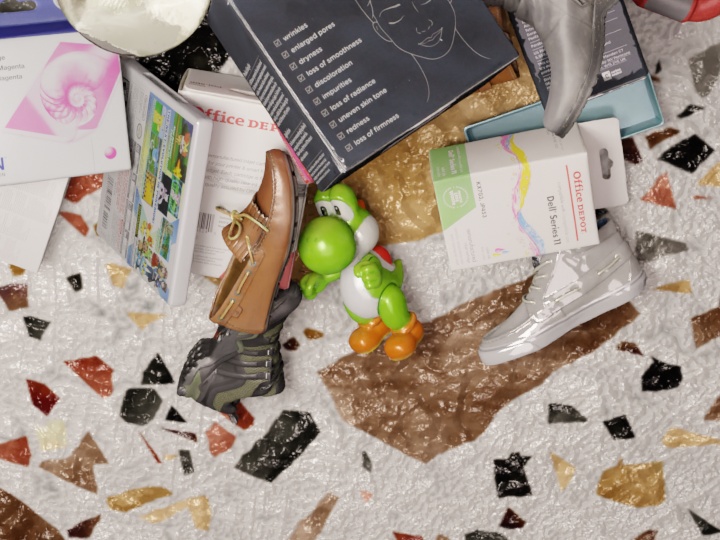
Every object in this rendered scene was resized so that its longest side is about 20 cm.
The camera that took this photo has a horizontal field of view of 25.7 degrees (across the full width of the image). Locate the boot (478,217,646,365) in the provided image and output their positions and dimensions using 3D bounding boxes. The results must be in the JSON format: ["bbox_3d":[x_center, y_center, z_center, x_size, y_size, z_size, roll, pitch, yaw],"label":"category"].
[{"bbox_3d":[0.201,0.019,1.700,0.200,0.074,0.096,-29,104,4],"label":"boot"}]

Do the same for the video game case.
[{"bbox_3d":[-0.212,-0.092,1.609,0.022,0.182,0.200,-5,118,-34],"label":"video game case"}]

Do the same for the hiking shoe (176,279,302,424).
[{"bbox_3d":[-0.113,0.085,1.734,0.101,0.076,0.200,33,123,-20],"label":"hiking shoe"}]

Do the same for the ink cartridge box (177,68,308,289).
[{"bbox_3d":[-0.127,-0.096,1.645,0.146,0.083,0.200,10,113,-4],"label":"ink cartridge box"}]

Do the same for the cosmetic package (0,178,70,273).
[{"bbox_3d":[-0.347,-0.104,1.665,0.082,0.051,0.200,20,112,-10],"label":"cosmetic package"}]

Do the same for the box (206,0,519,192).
[{"bbox_3d":[-0.001,-0.210,1.422,0.200,0.124,0.197,-34,92,-13],"label":"box"}]

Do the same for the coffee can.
[{"bbox_3d":[-0.201,-0.300,1.496,0.146,0.200,0.147,1,113,2],"label":"coffee can"}]

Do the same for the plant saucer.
[{"bbox_3d":[0.211,-0.153,1.647,0.200,0.019,0.070,-18,112,10],"label":"plant saucer"}]

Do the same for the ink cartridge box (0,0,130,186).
[{"bbox_3d":[-0.335,-0.187,1.564,0.196,0.043,0.201,-9,102,-20],"label":"ink cartridge box"}]

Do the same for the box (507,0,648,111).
[{"bbox_3d":[0.188,-0.277,1.523,0.107,0.149,0.200,-21,112,10],"label":"box"}]

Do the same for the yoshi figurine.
[{"bbox_3d":[-0.012,0.008,1.662,0.112,0.112,0.200,-22,117,3],"label":"yoshi figurine"}]

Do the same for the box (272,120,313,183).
[{"bbox_3d":[-0.050,-0.196,1.525,0.095,0.100,0.200,-27,89,-13],"label":"box"}]

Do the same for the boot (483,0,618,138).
[{"bbox_3d":[0.160,-0.230,1.435,0.131,0.070,0.201,14,102,-1],"label":"boot"}]

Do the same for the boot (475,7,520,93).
[{"bbox_3d":[0.063,-0.250,1.562,0.155,0.077,0.200,-11,119,20],"label":"boot"}]

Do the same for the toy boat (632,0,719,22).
[{"bbox_3d":[0.329,-0.329,1.506,0.130,0.131,0.200,19,113,-7],"label":"toy boat"}]

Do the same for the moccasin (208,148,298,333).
[{"bbox_3d":[-0.111,-0.031,1.594,0.078,0.074,0.202,9,124,-15],"label":"moccasin"}]

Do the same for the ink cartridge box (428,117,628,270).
[{"bbox_3d":[0.180,-0.080,1.636,0.199,0.067,0.117,-11,124,5],"label":"ink cartridge box"}]
